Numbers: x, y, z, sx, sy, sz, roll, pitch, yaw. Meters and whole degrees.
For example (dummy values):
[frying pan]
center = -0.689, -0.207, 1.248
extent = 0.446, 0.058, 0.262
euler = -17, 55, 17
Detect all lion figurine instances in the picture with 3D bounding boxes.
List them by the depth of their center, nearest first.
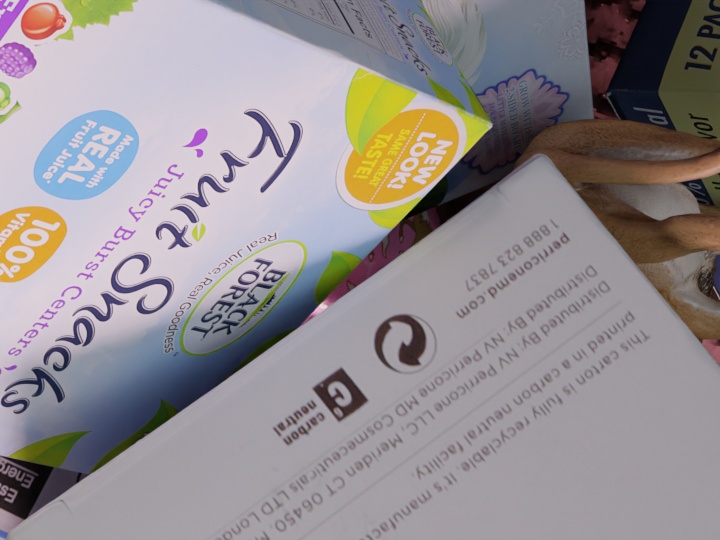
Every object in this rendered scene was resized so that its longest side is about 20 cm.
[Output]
[lion figurine]
center = 0.088, -0.014, 0.736
extent = 0.200, 0.122, 0.073
euler = 63, 42, -62

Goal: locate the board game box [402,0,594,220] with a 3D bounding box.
[board game box]
center = -0.029, -0.080, 0.673
extent = 0.198, 0.041, 0.201
euler = -23, 142, -7

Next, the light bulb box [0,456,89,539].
[light bulb box]
center = -0.197, 0.093, 0.726
extent = 0.198, 0.125, 0.201
euler = 28, 89, -30

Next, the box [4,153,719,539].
[box]
center = 0.030, 0.113, 0.656
extent = 0.198, 0.131, 0.200
euler = -35, 77, -18

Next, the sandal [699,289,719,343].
[sandal]
center = 0.106, 0.026, 0.892
extent = 0.054, 0.082, 0.201
euler = 31, 81, -7

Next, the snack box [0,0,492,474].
[snack box]
center = -0.091, -0.031, 0.603
extent = 0.199, 0.068, 0.169
euler = 17, 126, -44

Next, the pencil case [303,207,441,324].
[pencil case]
center = 0.000, 0.000, 0.827
extent = 0.086, 0.083, 0.201
euler = -20, 115, 8

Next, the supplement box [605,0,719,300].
[supplement box]
center = 0.229, -0.049, 0.797
extent = 0.200, 0.199, 0.135
euler = 54, 52, -41
